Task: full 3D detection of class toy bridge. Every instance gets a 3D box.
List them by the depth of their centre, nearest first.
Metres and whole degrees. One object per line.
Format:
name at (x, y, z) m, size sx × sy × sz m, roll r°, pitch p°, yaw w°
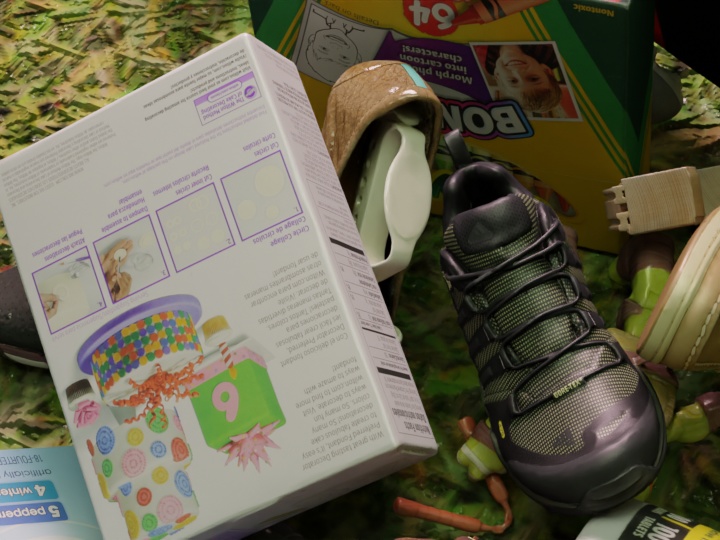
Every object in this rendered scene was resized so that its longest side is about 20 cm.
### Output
toy bridge at (0.157, -0.036, 0.891) m, size 0.067 × 0.200 × 0.027 m, roll -10°, pitch 91°, yaw 25°

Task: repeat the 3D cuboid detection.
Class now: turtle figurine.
turtle figurine at (0.111, 0.053, 0.876) m, size 0.199 × 0.065 × 0.162 m, roll -6°, pitch 52°, yaw 3°

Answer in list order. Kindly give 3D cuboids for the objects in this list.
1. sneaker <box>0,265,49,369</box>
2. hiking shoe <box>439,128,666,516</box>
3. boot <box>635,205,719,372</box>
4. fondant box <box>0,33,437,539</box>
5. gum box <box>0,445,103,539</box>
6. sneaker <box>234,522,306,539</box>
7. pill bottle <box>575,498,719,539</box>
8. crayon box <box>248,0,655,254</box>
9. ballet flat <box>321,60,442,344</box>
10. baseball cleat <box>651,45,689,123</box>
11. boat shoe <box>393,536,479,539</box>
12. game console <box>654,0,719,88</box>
sneaker at (-0.108, -0.013, 0.924) m, size 0.199 × 0.116 × 0.076 m, roll -5°, pitch 51°, yaw 3°
hiking shoe at (0.069, 0.022, 0.800) m, size 0.075 × 0.101 × 0.200 m, roll -31°, pitch 36°, yaw 6°
boot at (0.216, 0.038, 0.814) m, size 0.155 × 0.073 × 0.200 m, roll 36°, pitch 19°, yaw 20°
fondant box at (-0.069, 0.016, 0.826) m, size 0.144 × 0.058 × 0.201 m, roll -25°, pitch 73°, yaw 16°
gum box at (-0.157, 0.166, 0.786) m, size 0.169 × 0.045 × 0.200 m, roll 0°, pitch 43°, yaw -37°
sneaker at (-0.020, 0.179, 0.778) m, size 0.066 × 0.091 × 0.201 m, roll -15°, pitch 52°, yaw -6°
pill bottle at (0.174, 0.177, 0.740) m, size 0.199 × 0.113 × 0.113 m, roll 20°, pitch 57°, yaw 21°
crayon box at (0.047, -0.103, 0.937) m, size 0.199 × 0.173 × 0.058 m, roll 13°, pitch 51°, yaw 18°
ballet flat at (0.000, 0.000, 0.866) m, size 0.072 × 0.067 × 0.201 m, roll 21°, pitch 96°, yaw 61°
baseball cleat at (0.083, -0.117, 1.023) m, size 0.107 × 0.070 × 0.200 m, roll -47°, pitch 57°, yaw -8°
boat shoe at (0.026, 0.143, 0.741) m, size 0.070 × 0.200 × 0.070 m, roll -44°, pitch 71°, yaw 6°
game console at (0.148, -0.163, 0.905) m, size 0.031 × 0.200 × 0.177 m, roll -46°, pitch 64°, yaw -5°
